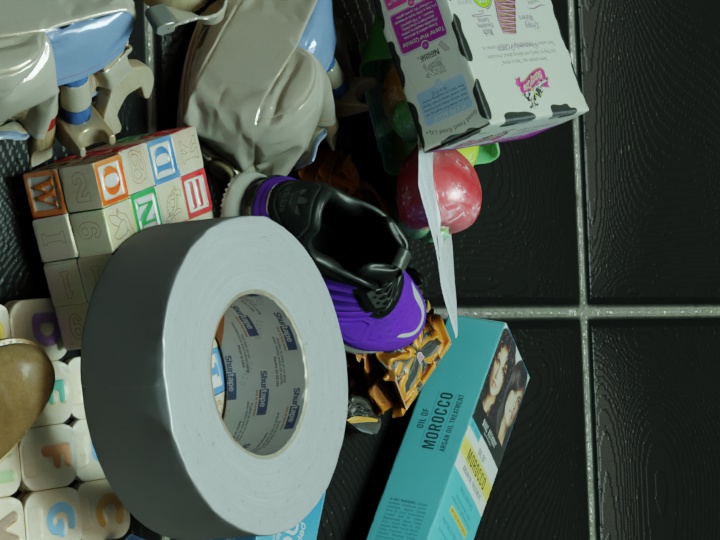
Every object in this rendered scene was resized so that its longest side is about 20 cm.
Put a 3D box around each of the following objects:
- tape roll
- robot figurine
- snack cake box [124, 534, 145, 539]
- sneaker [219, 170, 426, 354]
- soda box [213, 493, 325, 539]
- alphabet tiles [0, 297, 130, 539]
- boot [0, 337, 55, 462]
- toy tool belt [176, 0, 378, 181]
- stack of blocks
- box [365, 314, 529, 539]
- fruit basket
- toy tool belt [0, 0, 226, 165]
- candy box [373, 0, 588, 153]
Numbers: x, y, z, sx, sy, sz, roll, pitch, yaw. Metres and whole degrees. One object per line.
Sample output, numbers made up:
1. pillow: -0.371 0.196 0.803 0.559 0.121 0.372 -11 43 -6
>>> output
1. tape roll: -0.088 0.067 1.562 0.200 0.066 0.202 16 71 -56
2. robot figurine: -0.002 0.021 1.782 0.145 0.058 0.201 -54 126 -34
3. snack cake box: -0.150 0.261 1.529 0.200 0.114 0.068 -44 142 -43
4. sneaker: 0.000 0.000 1.665 0.200 0.099 0.070 37 61 -44
5. soda box: -0.074 0.178 1.675 0.064 0.068 0.201 32 63 -46
6. alphabet tiles: -0.215 0.119 1.553 0.195 0.015 0.202 -4 89 -51
7. boot: -0.240 0.103 1.465 0.200 0.075 0.074 -39 109 -41
8. toy tool belt: -0.051 -0.141 1.713 0.123 0.124 0.201 74 33 -56
9. stack of blocks: -0.139 0.019 1.606 0.115 0.058 0.201 -27 108 -56
10. box: 0.066 0.139 1.845 0.082 0.049 0.201 62 42 -52
11. fruit basket: 0.045 -0.083 1.774 0.186 0.093 0.201 74 17 -54
12. toy tool belt: -0.183 -0.129 1.496 0.199 0.123 0.125 -19 59 -24
13. candy box: 0.068 -0.186 1.690 0.136 0.061 0.201 -11 80 -55
